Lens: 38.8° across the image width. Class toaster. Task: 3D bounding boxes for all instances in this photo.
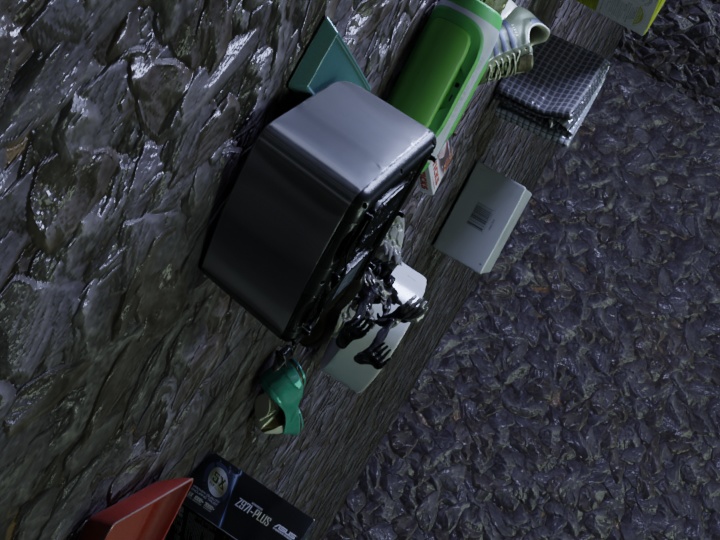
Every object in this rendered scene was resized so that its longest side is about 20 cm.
[{"bbox_3d":[-0.039,-0.049,0.927,0.200,0.118,0.182,-45,167,-53],"label":"toaster"}]

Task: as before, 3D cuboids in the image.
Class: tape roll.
[{"bbox_3d":[0.019,0.080,1.551,0.204,0.070,0.203,-57,-175,8],"label":"tape roll"}]

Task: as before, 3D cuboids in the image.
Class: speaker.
[{"bbox_3d":[0.089,-0.222,1.204,0.203,0.087,0.088,-62,169,7],"label":"speaker"}]

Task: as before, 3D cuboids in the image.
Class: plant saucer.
[{"bbox_3d":[-0.267,0.314,1.067,0.202,0.036,0.200,-62,168,8],"label":"plant saucer"},{"bbox_3d":[-0.024,-0.178,0.982,0.071,0.019,0.200,-61,168,0],"label":"plant saucer"}]

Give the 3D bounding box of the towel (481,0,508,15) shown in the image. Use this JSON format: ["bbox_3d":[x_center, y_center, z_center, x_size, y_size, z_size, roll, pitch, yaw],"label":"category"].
[{"bbox_3d":[0.179,-0.383,1.336,0.149,0.036,0.202,-48,164,-51],"label":"towel"}]

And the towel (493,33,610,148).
[{"bbox_3d":[0.354,-0.345,1.900,0.201,0.164,0.086,-55,165,-30],"label":"towel"}]

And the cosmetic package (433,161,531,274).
[{"bbox_3d":[0.263,-0.110,2.184,0.202,0.122,0.200,-62,168,7],"label":"cosmetic package"}]

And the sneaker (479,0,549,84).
[{"bbox_3d":[0.213,-0.320,1.509,0.201,0.089,0.068,-53,168,-33],"label":"sneaker"}]

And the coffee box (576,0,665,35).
[{"bbox_3d":[0.477,-0.577,1.779,0.201,0.196,0.201,-56,168,-19],"label":"coffee box"}]

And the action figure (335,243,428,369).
[{"bbox_3d":[0.030,0.031,1.321,0.101,0.119,0.202,-25,-151,28],"label":"action figure"}]

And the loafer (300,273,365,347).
[{"bbox_3d":[-0.055,0.026,1.258,0.201,0.070,0.074,123,-26,-50],"label":"loafer"}]

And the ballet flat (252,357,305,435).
[{"bbox_3d":[-0.116,0.183,1.390,0.070,0.068,0.201,-29,157,-20],"label":"ballet flat"}]

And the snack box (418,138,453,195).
[{"bbox_3d":[0.093,-0.186,1.362,0.073,0.024,0.201,-61,159,-22],"label":"snack box"}]

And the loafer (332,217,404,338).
[{"bbox_3d":[0.000,0.000,1.446,0.203,0.069,0.069,-62,-156,-12],"label":"loafer"}]

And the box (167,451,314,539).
[{"bbox_3d":[-0.162,0.358,1.324,0.086,0.162,0.202,-48,163,-42],"label":"box"}]
